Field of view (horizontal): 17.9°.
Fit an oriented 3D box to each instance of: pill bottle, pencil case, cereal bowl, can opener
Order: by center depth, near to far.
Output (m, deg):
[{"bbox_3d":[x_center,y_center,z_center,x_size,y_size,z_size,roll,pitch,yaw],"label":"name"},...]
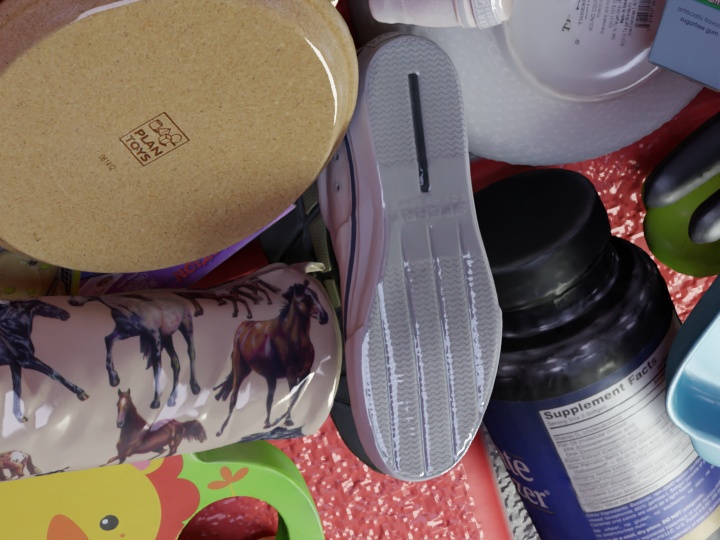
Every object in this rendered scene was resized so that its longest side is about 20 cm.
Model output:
[{"bbox_3d":[0.205,-0.074,1.007,0.200,0.063,0.079,-39,141,-29],"label":"can opener"},{"bbox_3d":[-0.107,0.042,1.029,0.200,0.078,0.089,-6,99,-25],"label":"pencil case"},{"bbox_3d":[0.097,-0.137,1.062,0.200,0.083,0.200,-6,115,-13],"label":"cereal bowl"},{"bbox_3d":[0.112,0.053,1.141,0.112,0.112,0.200,-28,119,-2],"label":"pill bottle"}]

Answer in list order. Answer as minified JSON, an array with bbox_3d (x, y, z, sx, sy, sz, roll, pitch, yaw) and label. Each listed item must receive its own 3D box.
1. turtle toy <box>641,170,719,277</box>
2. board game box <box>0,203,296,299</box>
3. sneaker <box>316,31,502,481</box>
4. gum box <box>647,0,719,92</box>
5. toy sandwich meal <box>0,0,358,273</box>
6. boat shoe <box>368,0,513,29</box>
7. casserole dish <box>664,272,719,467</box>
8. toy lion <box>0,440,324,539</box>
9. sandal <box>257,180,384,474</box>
[{"bbox_3d":[0.235,-0.009,1.150,0.200,0.101,0.146,11,124,-23],"label":"turtle toy"},{"bbox_3d":[-0.144,-0.013,1.057,0.200,0.032,0.120,-36,118,10],"label":"board game box"},{"bbox_3d":[0.019,-0.006,1.037,0.073,0.071,0.200,-1,91,-21],"label":"sneaker"},{"bbox_3d":[0.221,-0.182,1.045,0.170,0.045,0.200,-6,118,-51],"label":"gum box"},{"bbox_3d":[-0.093,-0.084,0.971,0.205,0.070,0.205,-12,140,-10],"label":"toy sandwich meal"},{"bbox_3d":[0.031,-0.192,0.979,0.068,0.200,0.072,-3,162,9],"label":"boat shoe"},{"bbox_3d":[0.221,0.012,1.071,0.121,0.039,0.200,19,122,-27],"label":"casserole dish"},{"bbox_3d":[-0.118,0.130,1.124,0.200,0.069,0.192,-12,125,-11],"label":"toy lion"},{"bbox_3d":[-0.001,0.001,1.111,0.080,0.057,0.201,-10,103,12],"label":"sandal"}]
